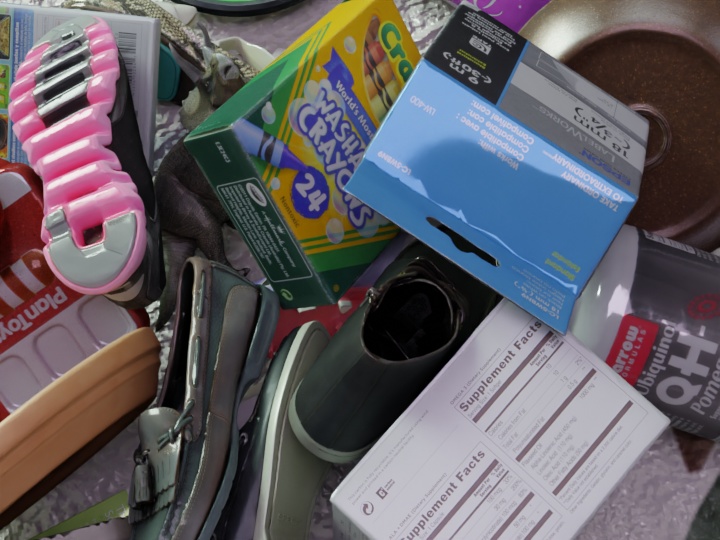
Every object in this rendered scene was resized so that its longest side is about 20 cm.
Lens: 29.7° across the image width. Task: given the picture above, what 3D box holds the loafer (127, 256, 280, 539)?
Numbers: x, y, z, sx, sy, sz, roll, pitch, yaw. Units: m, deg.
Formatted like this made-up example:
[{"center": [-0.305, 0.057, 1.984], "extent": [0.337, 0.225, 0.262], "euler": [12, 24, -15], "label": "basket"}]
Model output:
[{"center": [-0.103, 0.082, 0.771], "extent": [0.063, 0.072, 0.202], "euler": [35, 49, -25], "label": "loafer"}]

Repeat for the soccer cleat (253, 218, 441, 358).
[{"center": [0.000, 0.000, 0.904], "extent": [0.197, 0.067, 0.077], "euler": [-16, 54, -3], "label": "soccer cleat"}]

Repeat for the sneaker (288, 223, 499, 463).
[{"center": [0.044, 0.020, 0.779], "extent": [0.075, 0.106, 0.200], "euler": [38, 50, 2], "label": "sneaker"}]

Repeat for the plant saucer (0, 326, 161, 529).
[{"center": [-0.192, 0.110, 0.800], "extent": [0.200, 0.200, 0.038], "euler": [-40, 88, -10], "label": "plant saucer"}]

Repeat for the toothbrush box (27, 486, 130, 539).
[{"center": [-0.158, 0.229, 0.823], "extent": [0.198, 0.086, 0.147], "euler": [-27, 75, -6], "label": "toothbrush box"}]

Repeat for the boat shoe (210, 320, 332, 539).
[{"center": [-0.059, 0.124, 0.792], "extent": [0.065, 0.074, 0.202], "euler": [-5, 66, 27], "label": "boat shoe"}]

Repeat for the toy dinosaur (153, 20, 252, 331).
[{"center": [-0.097, -0.055, 0.898], "extent": [0.102, 0.077, 0.201], "euler": [36, 119, 13], "label": "toy dinosaur"}]

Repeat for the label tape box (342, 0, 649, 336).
[{"center": [0.087, -0.068, 0.774], "extent": [0.143, 0.200, 0.064], "euler": [33, 119, -1], "label": "label tape box"}]

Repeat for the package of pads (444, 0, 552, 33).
[{"center": [0.113, -0.223, 0.929], "extent": [0.199, 0.121, 0.076], "euler": [33, 35, 9], "label": "package of pads"}]

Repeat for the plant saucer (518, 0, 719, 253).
[{"center": [0.179, -0.089, 0.881], "extent": [0.197, 0.037, 0.203], "euler": [2, 109, 7], "label": "plant saucer"}]

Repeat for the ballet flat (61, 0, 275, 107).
[{"center": [-0.110, -0.141, 0.944], "extent": [0.199, 0.068, 0.076], "euler": [31, 55, 3], "label": "ballet flat"}]

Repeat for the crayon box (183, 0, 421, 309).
[{"center": [-0.007, -0.087, 0.857], "extent": [0.200, 0.051, 0.127], "euler": [-48, 118, -38], "label": "crayon box"}]

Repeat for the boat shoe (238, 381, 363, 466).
[{"center": [-0.011, 0.092, 0.871], "extent": [0.198, 0.072, 0.069], "euler": [-20, 95, -16], "label": "boat shoe"}]

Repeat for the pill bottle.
[{"center": [0.185, 0.036, 0.854], "extent": [0.197, 0.111, 0.112], "euler": [18, 75, -1], "label": "pill bottle"}]

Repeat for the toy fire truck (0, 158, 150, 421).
[{"center": [-0.256, 0.030, 0.868], "extent": [0.199, 0.112, 0.169], "euler": [-35, 96, 3], "label": "toy fire truck"}]

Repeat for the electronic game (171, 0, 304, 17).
[{"center": [-0.087, -0.278, 0.986], "extent": [0.197, 0.042, 0.203], "euler": [0, 75, 0], "label": "electronic game"}]

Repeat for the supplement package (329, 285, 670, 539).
[{"center": [0.072, 0.125, 0.791], "extent": [0.111, 0.200, 0.156], "euler": [41, 77, 10], "label": "supplement package"}]

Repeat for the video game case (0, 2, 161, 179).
[{"center": [-0.236, -0.106, 0.915], "extent": [0.197, 0.018, 0.145], "euler": [6, 102, 5], "label": "video game case"}]

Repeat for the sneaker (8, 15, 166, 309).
[{"center": [-0.162, -0.064, 0.855], "extent": [0.078, 0.095, 0.202], "euler": [-18, 64, 13], "label": "sneaker"}]

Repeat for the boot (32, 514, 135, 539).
[{"center": [-0.170, 0.251, 0.744], "extent": [0.179, 0.073, 0.203], "euler": [-14, 80, -3], "label": "boot"}]
